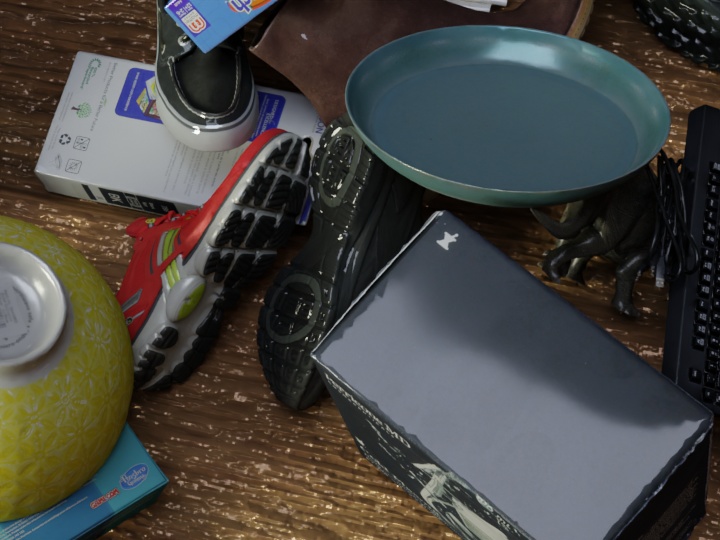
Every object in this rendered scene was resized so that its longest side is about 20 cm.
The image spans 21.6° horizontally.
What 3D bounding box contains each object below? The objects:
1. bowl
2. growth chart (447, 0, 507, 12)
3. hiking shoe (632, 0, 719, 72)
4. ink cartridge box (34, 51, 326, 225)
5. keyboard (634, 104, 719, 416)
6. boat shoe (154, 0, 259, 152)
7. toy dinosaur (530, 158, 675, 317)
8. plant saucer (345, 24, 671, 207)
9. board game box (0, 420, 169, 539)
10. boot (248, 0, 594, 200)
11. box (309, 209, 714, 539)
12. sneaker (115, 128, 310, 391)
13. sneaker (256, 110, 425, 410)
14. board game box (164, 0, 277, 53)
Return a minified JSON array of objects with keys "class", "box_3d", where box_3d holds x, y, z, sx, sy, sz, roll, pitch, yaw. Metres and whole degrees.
[{"class":"bowl","box_3d":[-0.225,0.041,1.130,0.200,0.108,0.200,9,61,-17]},{"class":"growth chart","box_3d":[0.063,-0.250,1.355,0.145,0.018,0.200,19,71,16]},{"class":"hiking shoe","box_3d":[0.214,-0.219,1.290,0.087,0.074,0.200,-42,72,-16]},{"class":"ink cartridge box","box_3d":[-0.116,-0.085,1.300,0.200,0.039,0.100,12,70,14]},{"class":"keyboard","box_3d":[0.219,-0.011,1.134,0.104,0.040,0.200,14,64,-11]},{"class":"boat shoe","box_3d":[-0.111,-0.160,1.284,0.069,0.057,0.200,-8,45,-6]},{"class":"toy dinosaur","box_3d":[0.160,-0.034,1.192,0.077,0.200,0.102,37,100,46]},{"class":"plant saucer","box_3d":[0.090,-0.093,1.160,0.200,0.027,0.200,2,35,-1]},{"class":"board game box","box_3d":[-0.241,0.097,1.187,0.151,0.047,0.200,-30,78,-31]},{"class":"boot","box_3d":[0.045,-0.165,1.254,0.166,0.072,0.200,43,84,-16]},{"class":"box","box_3d":[0.094,0.097,1.108,0.200,0.197,0.124,38,77,21]},{"class":"sneaker","box_3d":[-0.113,-0.018,1.232,0.085,0.077,0.200,40,98,28]},{"class":"sneaker","box_3d":[0.000,0.000,1.218,0.076,0.091,0.200,33,105,50]},{"class":"board game box","box_3d":[-0.036,-0.241,1.256,0.152,0.045,0.200,-31,20,31]}]
